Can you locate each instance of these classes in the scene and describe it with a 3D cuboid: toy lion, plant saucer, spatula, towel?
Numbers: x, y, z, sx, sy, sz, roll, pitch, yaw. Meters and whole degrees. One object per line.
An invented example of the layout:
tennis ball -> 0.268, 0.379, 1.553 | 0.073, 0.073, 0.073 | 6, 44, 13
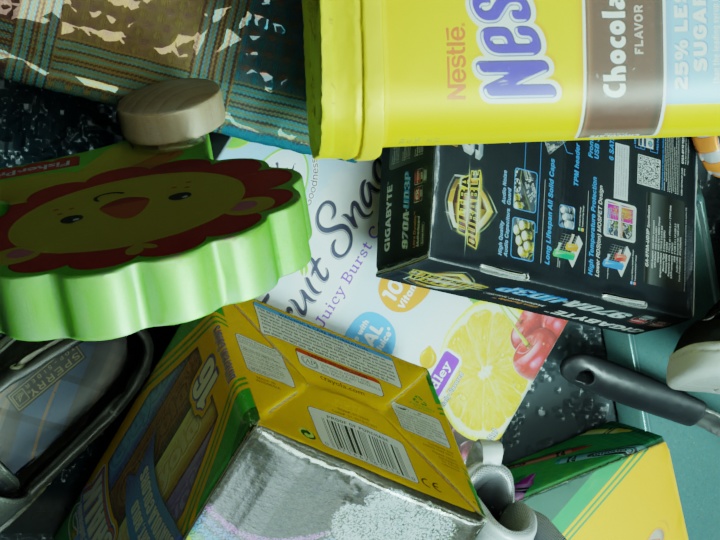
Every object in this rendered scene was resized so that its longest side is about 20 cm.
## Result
toy lion -> -0.120, -0.014, 1.102 | 0.198, 0.192, 0.069 | -10, 110, 0
plant saucer -> 0.162, 0.058, 1.377 | 0.070, 0.019, 0.201 | -16, 104, -23
spatula -> 0.183, 0.083, 1.364 | 0.199, 0.021, 0.057 | 26, 128, -20
towel -> -0.073, -0.138, 1.199 | 0.199, 0.022, 0.148 | 13, 84, -11

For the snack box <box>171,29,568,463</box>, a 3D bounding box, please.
snack box -> 0.000, 0.000, 1.270 | 0.200, 0.053, 0.143 | 35, 79, -25

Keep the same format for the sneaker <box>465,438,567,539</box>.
sneaker -> 0.040, 0.173, 1.204 | 0.075, 0.115, 0.201 | 18, 45, -26

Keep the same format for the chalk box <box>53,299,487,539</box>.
chalk box -> -0.055, 0.132, 1.201 | 0.124, 0.124, 0.201 | 23, 113, -25

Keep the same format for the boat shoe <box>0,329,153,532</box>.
boat shoe -> -0.172, 0.084, 1.194 | 0.200, 0.057, 0.069 | -46, 113, -14

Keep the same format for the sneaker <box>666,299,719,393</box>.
sneaker -> 0.197, 0.007, 1.319 | 0.200, 0.073, 0.113 | 17, 77, -70

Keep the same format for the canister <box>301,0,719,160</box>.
canister -> 0.076, -0.125, 1.163 | 0.198, 0.087, 0.150 | -2, 89, -6

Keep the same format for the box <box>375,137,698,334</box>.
box -> 0.087, -0.082, 1.265 | 0.158, 0.046, 0.202 | 12, 73, -34

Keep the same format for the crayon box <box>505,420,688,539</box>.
crayon box -> 0.111, 0.190, 1.345 | 0.118, 0.058, 0.201 | -20, 105, -22

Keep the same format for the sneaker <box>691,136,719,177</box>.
sneaker -> 0.231, -0.132, 1.305 | 0.078, 0.111, 0.201 | 45, 50, -49
